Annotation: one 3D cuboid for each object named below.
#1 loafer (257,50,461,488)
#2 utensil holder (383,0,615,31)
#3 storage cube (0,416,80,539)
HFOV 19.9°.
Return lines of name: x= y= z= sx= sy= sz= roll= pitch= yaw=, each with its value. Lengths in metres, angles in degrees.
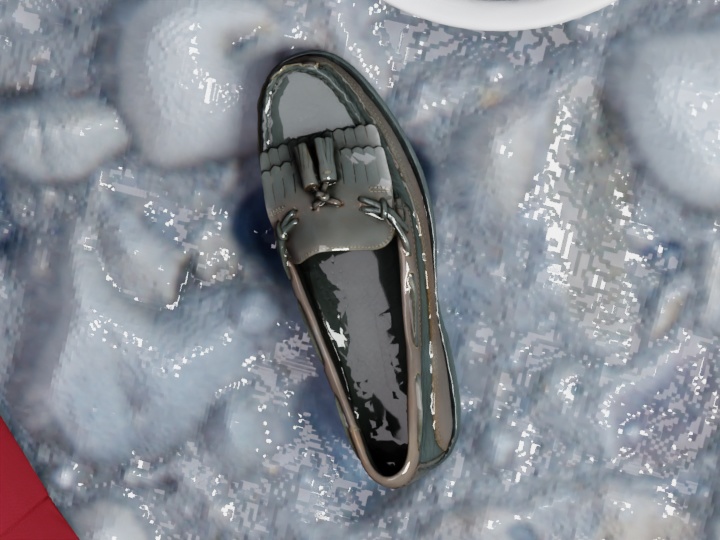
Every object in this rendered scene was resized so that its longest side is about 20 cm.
loafer: x=0.000 y=0.000 z=0.918 sx=0.071 sy=0.063 sz=0.201 roll=-16 pitch=97 yaw=14
utensil holder: x=0.067 y=-0.183 z=0.801 sx=0.169 sy=0.200 sz=0.171 roll=2 pitch=100 yaw=12
storage cube: x=-0.230 y=0.168 z=0.938 sx=0.199 sy=0.180 sz=0.171 roll=-34 pitch=92 yaw=14
